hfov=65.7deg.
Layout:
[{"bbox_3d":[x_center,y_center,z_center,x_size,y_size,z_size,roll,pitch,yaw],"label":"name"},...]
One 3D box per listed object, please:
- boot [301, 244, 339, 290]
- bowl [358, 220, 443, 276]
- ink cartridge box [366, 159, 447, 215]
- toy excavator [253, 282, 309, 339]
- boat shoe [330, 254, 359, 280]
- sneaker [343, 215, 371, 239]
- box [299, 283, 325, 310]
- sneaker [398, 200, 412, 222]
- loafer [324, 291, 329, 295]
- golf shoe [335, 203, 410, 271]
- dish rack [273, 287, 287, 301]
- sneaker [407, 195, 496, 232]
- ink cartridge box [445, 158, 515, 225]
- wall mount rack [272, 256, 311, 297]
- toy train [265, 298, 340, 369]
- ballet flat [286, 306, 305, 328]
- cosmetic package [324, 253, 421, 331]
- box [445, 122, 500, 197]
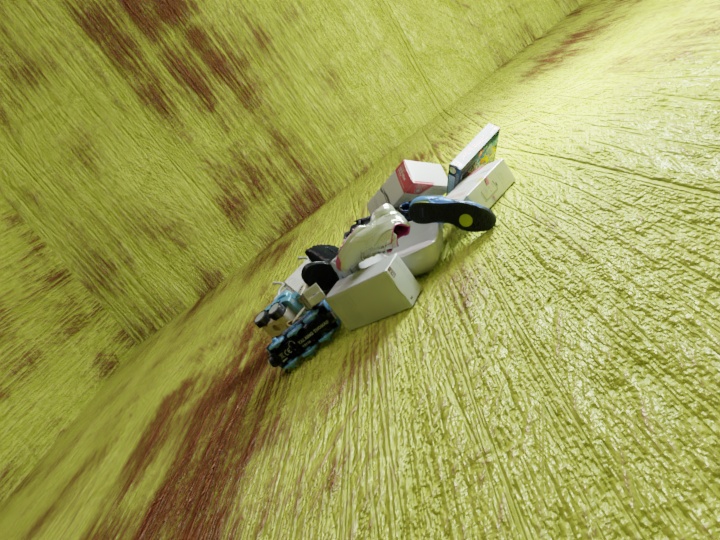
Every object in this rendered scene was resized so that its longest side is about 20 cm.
[{"bbox_3d":[-0.096,-0.017,1.456,0.162,0.195,0.075,42,121,47],"label":"boot"},{"bbox_3d":[0.104,-0.041,1.292,0.197,0.076,0.201,-20,21,20],"label":"bowl"},{"bbox_3d":[0.130,-0.204,1.536,0.144,0.086,0.200,-1,-32,-36],"label":"ink cartridge box"},{"bbox_3d":[-0.180,0.082,1.547,0.193,0.100,0.202,-28,28,36],"label":"toy excavator"},{"bbox_3d":[-0.016,0.004,1.343,0.070,0.071,0.201,-48,-27,-12],"label":"boat shoe"},{"bbox_3d":[0.020,-0.111,1.486,0.200,0.077,0.071,138,147,-56],"label":"sneaker"},{"bbox_3d":[-0.115,0.064,1.310,0.041,0.039,0.200,-37,0,-11],"label":"box"},{"bbox_3d":[0.109,-0.117,1.450,0.198,0.112,0.074,-33,39,18],"label":"sneaker"},{"bbox_3d":[-0.104,0.047,1.626,0.075,0.070,0.201,29,78,45],"label":"loafer"},{"bbox_3d":[0.030,-0.064,1.226,0.200,0.091,0.076,-45,-27,-21],"label":"golf shoe"},{"bbox_3d":[-0.200,0.062,1.836,0.199,0.044,0.172,-38,15,3],"label":"dish rack"},{"bbox_3d":[0.206,-0.136,1.240,0.196,0.067,0.079,9,31,20],"label":"sneaker"},{"bbox_3d":[0.272,-0.178,1.359,0.200,0.068,0.116,-44,15,-25],"label":"ink cartridge box"},{"bbox_3d":[-0.186,0.022,1.716,0.173,0.075,0.200,34,70,32],"label":"wall mount rack"},{"bbox_3d":[-0.135,0.156,1.327,0.199,0.087,0.114,-38,6,7],"label":"toy train"},{"bbox_3d":[-0.108,0.107,1.437,0.199,0.063,0.069,-37,15,7],"label":"ballet flat"},{"bbox_3d":[0.025,0.050,1.210,0.198,0.102,0.074,-25,21,40],"label":"cosmetic package"},{"bbox_3d":[0.300,-0.280,1.490,0.037,0.138,0.200,30,59,25],"label":"box"}]
